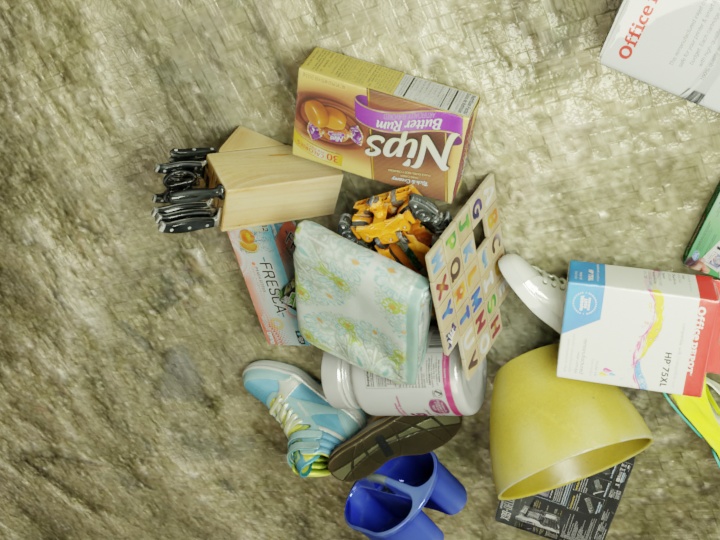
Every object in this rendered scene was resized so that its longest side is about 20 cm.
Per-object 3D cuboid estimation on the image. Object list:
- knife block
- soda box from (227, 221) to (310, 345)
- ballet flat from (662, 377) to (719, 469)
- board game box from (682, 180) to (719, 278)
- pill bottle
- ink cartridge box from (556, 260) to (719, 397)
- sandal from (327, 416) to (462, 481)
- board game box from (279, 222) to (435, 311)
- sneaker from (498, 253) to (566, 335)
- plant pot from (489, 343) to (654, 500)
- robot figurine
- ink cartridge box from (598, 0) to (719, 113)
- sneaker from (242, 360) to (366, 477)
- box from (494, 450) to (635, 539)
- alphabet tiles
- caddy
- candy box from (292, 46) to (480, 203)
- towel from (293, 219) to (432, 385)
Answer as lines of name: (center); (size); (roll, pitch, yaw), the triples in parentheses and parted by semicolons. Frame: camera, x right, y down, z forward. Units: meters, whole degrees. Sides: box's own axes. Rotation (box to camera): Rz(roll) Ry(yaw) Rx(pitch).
knife block: (-0.139, -0.086, 1.161); (0.197, 0.176, 0.065); (22, 133, 5)
soda box: (-0.109, 0.001, 1.292); (0.067, 0.064, 0.202); (0, 127, 23)
ballet flat: (0.441, 0.192, 1.200); (0.067, 0.067, 0.201); (-31, 109, 24)
board game box: (0.434, -0.063, 1.022); (0.133, 0.029, 0.202); (20, 131, 8)
pill bottle: (0.056, 0.131, 1.287); (0.197, 0.114, 0.115); (-4, 125, 27)
ink cartridge box: (0.320, 0.065, 1.083); (0.196, 0.067, 0.118); (7, 112, 12)
sandal: (0.044, 0.227, 1.373); (0.198, 0.055, 0.082); (-28, 119, 3)
board game box: (0.000, 0.000, 1.227); (0.104, 0.024, 0.200); (31, 123, -29)
sneaker: (0.253, 0.033, 1.165); (0.199, 0.073, 0.085); (40, 108, -8)
plant pot: (0.235, 0.174, 1.202); (0.200, 0.198, 0.144); (-39, 61, 40)
robot figurine: (0.061, -0.021, 1.148); (0.143, 0.059, 0.201); (-14, 133, 27)
ink cartridge box: (0.338, -0.228, 0.897); (0.198, 0.086, 0.148); (25, 132, 6)
sneaker: (-0.096, 0.217, 1.410); (0.198, 0.131, 0.080); (26, 134, 3)
box: (0.277, 0.290, 1.356); (0.155, 0.050, 0.202); (15, 131, 13)
alphabet tiles: (0.129, 0.019, 1.131); (0.007, 0.167, 0.202); (9, 130, 31)
caddy: (0.055, 0.321, 1.401); (0.105, 0.142, 0.199); (43, 158, -18)
candy box: (0.026, -0.162, 1.109); (0.197, 0.057, 0.118); (19, 132, 11)
towel: (0.000, 0.045, 1.154); (0.169, 0.048, 0.201); (24, 145, 16)
